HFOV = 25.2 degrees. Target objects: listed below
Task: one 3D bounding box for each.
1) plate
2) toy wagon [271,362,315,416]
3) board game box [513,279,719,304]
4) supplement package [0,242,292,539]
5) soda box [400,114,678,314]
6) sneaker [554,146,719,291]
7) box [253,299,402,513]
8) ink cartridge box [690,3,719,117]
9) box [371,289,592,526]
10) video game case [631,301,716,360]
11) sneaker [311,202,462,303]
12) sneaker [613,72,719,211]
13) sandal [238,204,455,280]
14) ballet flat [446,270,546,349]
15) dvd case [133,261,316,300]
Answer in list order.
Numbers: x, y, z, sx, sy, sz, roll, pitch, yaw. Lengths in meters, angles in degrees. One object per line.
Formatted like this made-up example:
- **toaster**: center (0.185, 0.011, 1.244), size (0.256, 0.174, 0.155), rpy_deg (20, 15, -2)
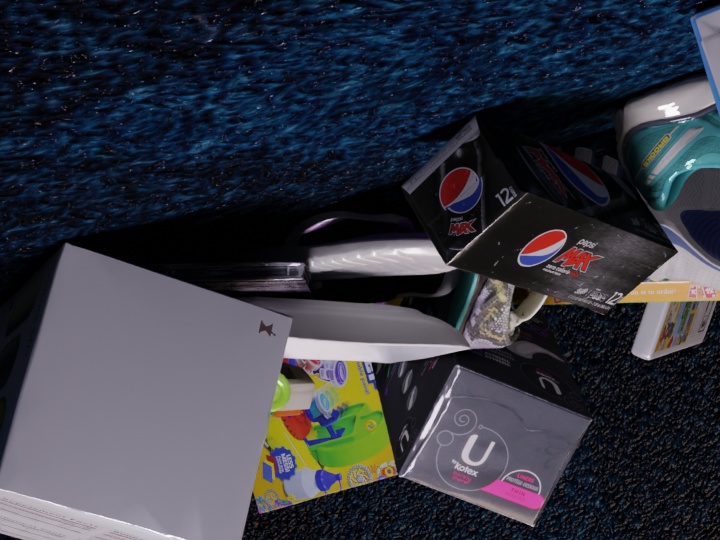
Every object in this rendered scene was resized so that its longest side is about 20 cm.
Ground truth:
- **plate**: center (-0.042, 0.044, 1.185), size (0.198, 0.033, 0.199), rpy_deg (4, 174, -15)
- **toy wagon**: center (-0.140, 0.078, 1.320), size (0.198, 0.040, 0.155), rpy_deg (11, -175, -12)
- **board game box**: center (0.224, -0.009, 1.344), size (0.198, 0.030, 0.096), rpy_deg (-4, -146, 16)
- **supplement package**: center (-0.159, 0.094, 1.015), size (0.150, 0.153, 0.200), rpy_deg (19, 161, -19)
- **soda box**: center (0.115, -0.031, 0.994), size (0.071, 0.064, 0.199), rpy_deg (-42, 150, 22)
- **sneaker**: center (0.212, -0.024, 1.178), size (0.198, 0.081, 0.115), rpy_deg (15, 157, 10)
- **box**: center (-0.015, 0.096, 1.481), size (0.192, 0.201, 0.122), rpy_deg (-20, 173, 29)
- **ink cartridge box**: center (0.259, -0.117, 0.876), size (0.115, 0.068, 0.200), rpy_deg (-19, 174, 20)
- **box**: center (0.091, 0.094, 1.283), size (0.122, 0.107, 0.200), rpy_deg (22, -161, -14)
- **video game case**: center (0.313, -0.022, 1.476), size (0.023, 0.201, 0.182), rpy_deg (22, -168, 24)
- **sneaker**: center (0.000, 0.000, 1.235), size (0.111, 0.074, 0.200), rpy_deg (-14, 174, -19)
- **sneaker**: center (0.261, -0.097, 1.023), size (0.199, 0.080, 0.077), rpy_deg (-20, 173, 26)
- **sandal**: center (-0.012, -0.022, 1.132), size (0.202, 0.050, 0.082), rpy_deg (-4, 172, 39)
- **ballet flat**: center (0.108, -0.013, 1.127), size (0.072, 0.072, 0.201), rpy_deg (-15, 146, -18)
- **dvd case**: center (-0.108, 0.010, 1.124), size (0.147, 0.016, 0.200), rpy_deg (-1, 174, 0)
